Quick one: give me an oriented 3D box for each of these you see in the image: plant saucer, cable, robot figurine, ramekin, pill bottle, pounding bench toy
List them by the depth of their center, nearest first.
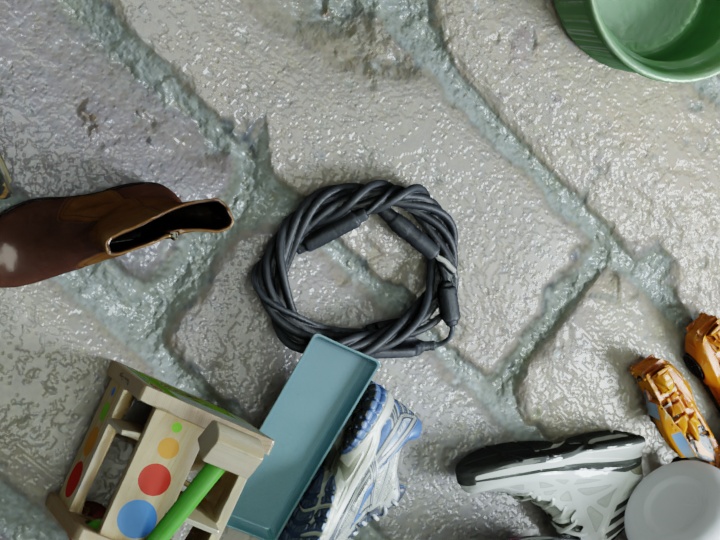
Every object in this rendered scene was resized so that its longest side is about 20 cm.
[{"bbox_3d":[-0.162,0.184,1.366,0.124,0.200,0.156,26,87,-22],"label":"pounding bench toy"},{"bbox_3d":[-0.060,0.149,1.472,0.070,0.019,0.200,25,103,-22],"label":"plant saucer"},{"bbox_3d":[0.000,0.000,1.484,0.200,0.051,0.164,1,98,-20],"label":"cable"},{"bbox_3d":[0.274,-0.274,1.529,0.200,0.098,0.201,-3,98,-21],"label":"ramekin"},{"bbox_3d":[0.340,0.278,1.602,0.112,0.112,0.200,-47,131,-9],"label":"pill bottle"},{"bbox_3d":[0.354,0.151,1.636,0.145,0.058,0.200,-36,107,-12],"label":"robot figurine"}]

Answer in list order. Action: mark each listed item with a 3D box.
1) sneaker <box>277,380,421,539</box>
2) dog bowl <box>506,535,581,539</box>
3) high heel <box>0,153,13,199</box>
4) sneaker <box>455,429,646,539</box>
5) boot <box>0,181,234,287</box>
[{"bbox_3d":[-0.003,0.205,1.499,0.085,0.077,0.200,28,87,-26],"label":"sneaker"},{"bbox_3d":[0.163,0.336,1.539,0.200,0.074,0.201,-3,99,-19],"label":"dog bowl"},{"bbox_3d":[-0.382,-0.109,1.320,0.142,0.071,0.200,-36,106,-6],"label":"high heel"},{"bbox_3d":[0.185,0.221,1.571,0.200,0.076,0.116,-4,97,-23],"label":"sneaker"},{"bbox_3d":[-0.214,-0.020,1.319,0.188,0.200,0.069,-12,101,-19],"label":"boot"}]
